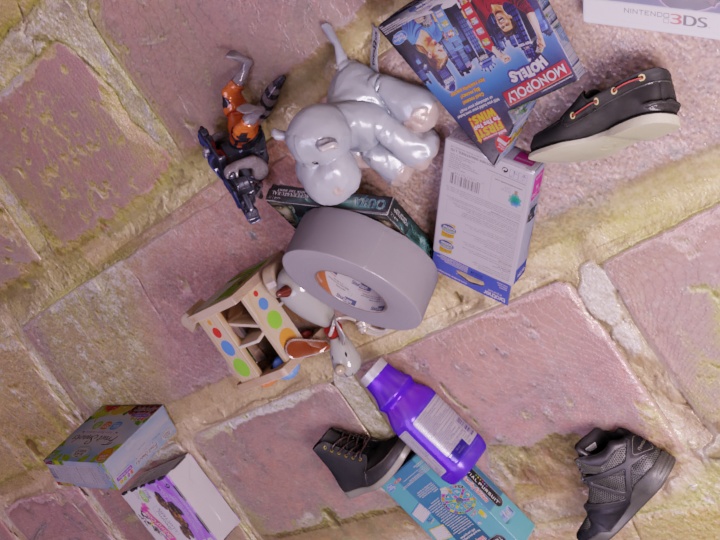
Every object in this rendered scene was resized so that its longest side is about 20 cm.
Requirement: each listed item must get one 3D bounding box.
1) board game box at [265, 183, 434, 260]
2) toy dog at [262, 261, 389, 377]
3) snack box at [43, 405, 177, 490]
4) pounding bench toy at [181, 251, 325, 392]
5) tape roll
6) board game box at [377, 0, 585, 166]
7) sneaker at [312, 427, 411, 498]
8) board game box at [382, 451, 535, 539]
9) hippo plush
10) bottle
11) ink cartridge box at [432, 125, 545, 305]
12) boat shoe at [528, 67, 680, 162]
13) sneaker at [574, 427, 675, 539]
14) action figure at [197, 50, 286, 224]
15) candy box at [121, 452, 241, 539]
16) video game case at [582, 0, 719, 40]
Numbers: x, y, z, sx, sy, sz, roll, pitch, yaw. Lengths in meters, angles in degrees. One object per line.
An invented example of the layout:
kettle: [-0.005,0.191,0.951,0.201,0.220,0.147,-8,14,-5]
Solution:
board game box: [-0.012,-0.060,1.439,0.197,0.029,0.135,9,158,35]
toy dog: [-0.064,0.067,1.546,0.200,0.096,0.132,43,123,-2]
snack box: [-0.465,0.325,2.052,0.198,0.169,0.068,-8,118,43]
pounding bench toy: [-0.165,0.094,1.660,0.199,0.124,0.157,-23,105,47]
tape roll: [0.000,0.000,1.427,0.197,0.067,0.201,22,159,9]
board game box: [0.147,-0.227,1.202,0.198,0.062,0.202,-18,109,46]
sneaker: [-0.003,0.280,1.701,0.106,0.075,0.200,45,140,-3]
board game box: [0.143,0.351,1.656,0.200,0.047,0.151,45,138,3]
hippo plush: [-0.004,-0.164,1.301,0.157,0.161,0.203,10,127,34]
bottle: [0.085,0.209,1.568,0.200,0.084,0.065,43,139,3]
ink cartridge box: [0.151,-0.064,1.339,0.118,0.042,0.203,25,131,23]
boat shoe: [0.253,-0.158,1.170,0.200,0.073,0.064,-18,73,56]
sneaker: [0.315,0.276,1.438,0.114,0.076,0.201,37,134,14]
action figure: [-0.143,-0.159,1.464,0.201,0.103,0.195,58,154,34]
candy box: [-0.348,0.456,2.126,0.199,0.072,0.169,-28,101,47]
video game case: [0.294,-0.320,1.037,0.180,0.023,0.203,16,129,31]
